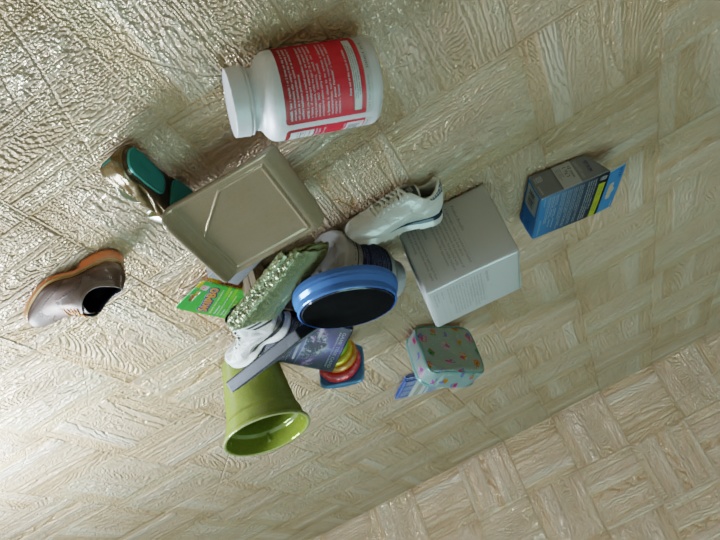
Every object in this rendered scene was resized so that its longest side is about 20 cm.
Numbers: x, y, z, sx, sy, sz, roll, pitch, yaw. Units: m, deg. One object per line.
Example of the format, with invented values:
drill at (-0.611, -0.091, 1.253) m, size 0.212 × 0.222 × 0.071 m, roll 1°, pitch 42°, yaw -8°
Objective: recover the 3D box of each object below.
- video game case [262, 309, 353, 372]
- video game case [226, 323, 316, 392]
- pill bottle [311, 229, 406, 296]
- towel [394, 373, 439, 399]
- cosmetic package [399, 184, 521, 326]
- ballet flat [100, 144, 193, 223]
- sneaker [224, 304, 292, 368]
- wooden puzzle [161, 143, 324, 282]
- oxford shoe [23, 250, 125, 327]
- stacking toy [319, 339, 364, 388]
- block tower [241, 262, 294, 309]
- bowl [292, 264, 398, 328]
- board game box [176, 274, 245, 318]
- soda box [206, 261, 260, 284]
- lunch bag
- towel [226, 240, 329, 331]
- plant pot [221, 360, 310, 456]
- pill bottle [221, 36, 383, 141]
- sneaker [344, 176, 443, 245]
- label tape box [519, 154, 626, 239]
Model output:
video game case at (-0.129, 0.152, 1.404) m, size 0.194 × 0.019 × 0.145 m, roll 13°, pitch 128°, yaw -19°
video game case at (-0.152, 0.153, 1.286) m, size 0.198 × 0.026 × 0.180 m, roll -38°, pitch 177°, yaw 24°
pill bottle at (0.000, 0.000, 1.251) m, size 0.110 × 0.113 × 0.197 m, roll -40°, pitch 145°, yaw 26°
towel at (0.207, 0.339, 1.988) m, size 0.194 × 0.024 × 0.148 m, roll -11°, pitch 148°, yaw -18°
cosmetic package at (0.199, -0.026, 1.296) m, size 0.195 × 0.168 × 0.166 m, roll -24°, pitch 150°, yaw 3°
ballet flat at (-0.299, -0.107, 0.944) m, size 0.070 × 0.070 × 0.200 m, roll -11°, pitch 153°, yaw 21°
sneaker at (-0.235, 0.118, 1.285) m, size 0.114 × 0.077 × 0.199 m, roll 28°, pitch 130°, yaw -34°
wooden puzzle at (-0.171, -0.083, 0.976) m, size 0.197 × 0.038 × 0.186 m, roll -31°, pitch 143°, yaw 5°
oxford shoe at (-0.462, 0.046, 1.043) m, size 0.197 × 0.074 × 0.071 m, roll -32°, pitch 149°, yaw 13°
stacking toy at (-0.064, 0.172, 1.495) m, size 0.112 × 0.112 × 0.203 m, roll -11°, pitch 138°, yaw 7°
block tower at (-0.145, 0.035, 1.262) m, size 0.054 × 0.059 × 0.197 m, roll -41°, pitch 143°, yaw 28°
bowl at (-0.025, 0.053, 1.167) m, size 0.194 × 0.041 × 0.202 m, roll -10°, pitch 155°, yaw -4°
board game box at (-0.250, 0.056, 1.246) m, size 0.095 × 0.031 × 0.197 m, roll -38°, pitch 149°, yaw 27°
soda box at (-0.180, -0.065, 1.078) m, size 0.067 × 0.065 × 0.199 m, roll 17°, pitch 130°, yaw -44°
lunch bag at (0.219, 0.220, 1.691) m, size 0.194 × 0.163 × 0.078 m, roll 5°, pitch 135°, yaw -30°
towel at (-0.140, 0.026, 1.123) m, size 0.200 × 0.037 × 0.148 m, roll -47°, pitch 168°, yaw 23°
plant pot at (-0.228, 0.280, 1.445) m, size 0.194 × 0.188 × 0.203 m, roll -16°, pitch 148°, yaw -10°
pill bottle at (-0.076, -0.234, 0.849) m, size 0.194 × 0.114 × 0.114 m, roll -14°, pitch 148°, yaw -16°
sneaker at (0.060, -0.111, 1.180) m, size 0.195 × 0.077 × 0.082 m, roll -21°, pitch 138°, yaw -15°
label tape box at (0.440, -0.162, 1.357) m, size 0.195 × 0.067 × 0.145 m, roll -23°, pitch 149°, yaw -7°
